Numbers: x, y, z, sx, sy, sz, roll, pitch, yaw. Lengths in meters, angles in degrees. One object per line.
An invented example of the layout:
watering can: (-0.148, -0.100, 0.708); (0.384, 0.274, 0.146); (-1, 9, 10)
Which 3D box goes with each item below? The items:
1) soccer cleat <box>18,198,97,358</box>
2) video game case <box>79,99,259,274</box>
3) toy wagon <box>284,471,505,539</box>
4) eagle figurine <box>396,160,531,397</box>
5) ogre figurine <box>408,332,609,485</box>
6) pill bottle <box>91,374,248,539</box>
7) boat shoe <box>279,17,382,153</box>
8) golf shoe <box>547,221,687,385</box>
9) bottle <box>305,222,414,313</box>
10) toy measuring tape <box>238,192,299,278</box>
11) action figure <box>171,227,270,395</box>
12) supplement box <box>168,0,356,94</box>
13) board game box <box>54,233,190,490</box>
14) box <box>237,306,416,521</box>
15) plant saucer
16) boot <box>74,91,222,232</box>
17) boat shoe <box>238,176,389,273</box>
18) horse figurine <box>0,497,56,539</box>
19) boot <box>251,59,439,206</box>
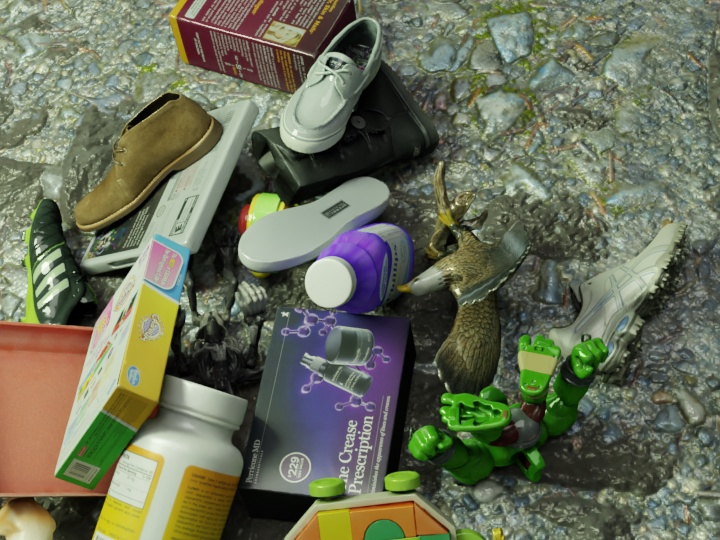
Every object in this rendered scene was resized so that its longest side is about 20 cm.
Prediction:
soccer cleat: (-0.327, 0.013, 1.324); (0.081, 0.068, 0.200); (-3, 64, -3)
video game case: (-0.211, -0.091, 1.347); (0.182, 0.023, 0.200); (-9, 50, 40)
toy wagon: (0.034, 0.260, 1.088); (0.200, 0.040, 0.156); (-6, 93, 2)
eagle figurine: (0.112, 0.014, 1.224); (0.151, 0.152, 0.200); (-38, 41, 10)
ogre figurine: (0.141, 0.142, 1.154); (0.098, 0.120, 0.200); (33, 65, 28)
pill bottle: (-0.172, 0.203, 1.116); (0.111, 0.111, 0.200); (16, 82, 16)
boat shoe: (-0.030, -0.208, 1.319); (0.070, 0.072, 0.201); (22, 48, 9)
golf shoe: (0.266, 0.017, 1.252); (0.097, 0.078, 0.200); (24, 61, 27)
bottle: (0.000, 0.000, 1.217); (0.065, 0.200, 0.084); (8, 98, 16)
toy measuring tape: (-0.091, -0.082, 1.353); (0.073, 0.074, 0.200); (7, 59, 11)
action figure: (-0.154, 0.051, 1.257); (0.119, 0.102, 0.200); (-8, 54, -8)
supplement box: (-0.115, -0.294, 1.483); (0.200, 0.086, 0.110); (19, 61, 17)
board game box: (-0.224, 0.084, 1.156); (0.040, 0.153, 0.200); (25, 40, -19)
box: (-0.029, 0.144, 1.198); (0.141, 0.079, 0.200); (3, 58, 11)
plant saucer: (-0.291, 0.143, 1.197); (0.199, 0.037, 0.200); (6, 47, -33)
boot: (-0.251, -0.121, 1.334); (0.200, 0.075, 0.074); (-38, 38, 14)
boat shoe: (-0.046, -0.037, 1.292); (0.200, 0.057, 0.069); (-28, 56, -35)
horse figurine: (-0.311, 0.272, 1.121); (0.133, 0.050, 0.200); (-49, 43, 24)
boot: (-0.036, -0.164, 1.372); (0.200, 0.066, 0.165); (-23, 54, -27)
